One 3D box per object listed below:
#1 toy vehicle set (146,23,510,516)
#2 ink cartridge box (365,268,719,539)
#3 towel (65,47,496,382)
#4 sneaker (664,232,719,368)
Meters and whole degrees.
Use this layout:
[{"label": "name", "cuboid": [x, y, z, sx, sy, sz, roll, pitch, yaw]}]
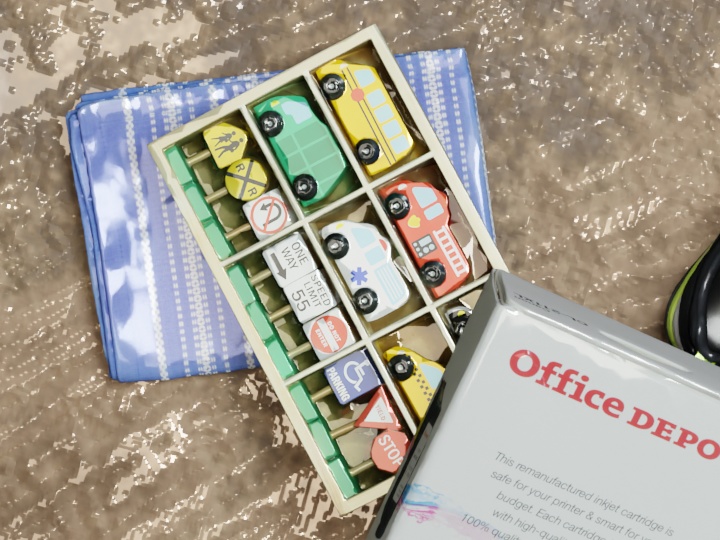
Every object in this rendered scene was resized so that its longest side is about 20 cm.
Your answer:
[{"label": "toy vehicle set", "cuboid": [0.000, 0.000, 1.266, 0.124, 0.027, 0.200, -29, 86, 4]}, {"label": "ink cartridge box", "cuboid": [0.086, 0.121, 1.211, 0.146, 0.083, 0.200, 24, 101, -4]}, {"label": "towel", "cuboid": [-0.036, -0.027, 1.299, 0.200, 0.024, 0.145, -8, 94, 4]}, {"label": "sneaker", "cuboid": [0.215, -0.026, 1.252, 0.072, 0.083, 0.200, 33, 95, 1]}]
